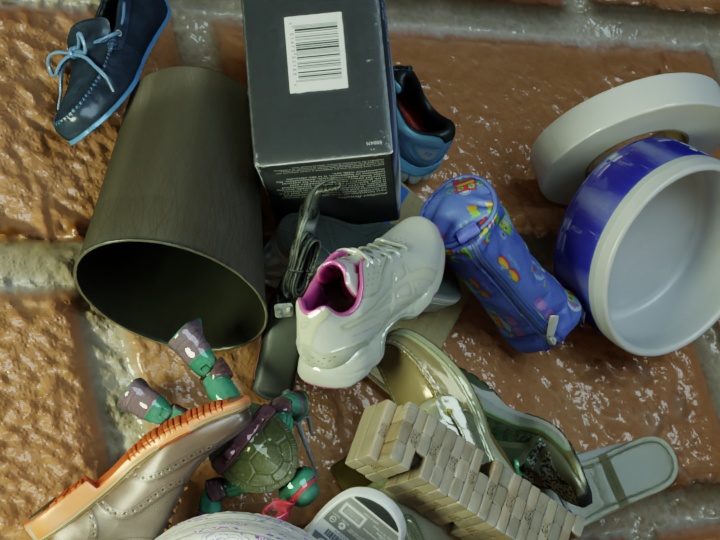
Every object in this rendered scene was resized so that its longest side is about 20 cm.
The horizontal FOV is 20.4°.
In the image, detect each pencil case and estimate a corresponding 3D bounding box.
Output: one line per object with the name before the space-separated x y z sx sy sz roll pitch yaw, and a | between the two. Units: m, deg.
pencil case | 0.130 0.001 1.827 0.200 0.078 0.087 49 8 -41

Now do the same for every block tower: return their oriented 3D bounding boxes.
block tower | 0.086 0.178 1.606 0.200 0.054 0.058 33 59 -21

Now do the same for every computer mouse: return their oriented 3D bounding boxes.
computer mouse | -0.037 0.251 1.590 0.110 0.200 0.044 41 11 -3

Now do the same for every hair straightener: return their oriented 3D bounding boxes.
hair straightener | -0.050 0.018 1.673 0.041 0.201 0.077 17 16 -7

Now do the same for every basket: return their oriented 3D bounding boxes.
basket | -0.150 -0.061 1.686 0.180 0.136 0.201 34 45 -39

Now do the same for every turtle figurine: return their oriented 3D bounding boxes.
turtle figurine | -0.094 0.140 1.629 0.200 0.101 0.150 43 66 4

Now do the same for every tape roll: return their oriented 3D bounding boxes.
tape roll | 0.263 -0.125 1.953 0.202 0.203 0.037 -3 64 -35

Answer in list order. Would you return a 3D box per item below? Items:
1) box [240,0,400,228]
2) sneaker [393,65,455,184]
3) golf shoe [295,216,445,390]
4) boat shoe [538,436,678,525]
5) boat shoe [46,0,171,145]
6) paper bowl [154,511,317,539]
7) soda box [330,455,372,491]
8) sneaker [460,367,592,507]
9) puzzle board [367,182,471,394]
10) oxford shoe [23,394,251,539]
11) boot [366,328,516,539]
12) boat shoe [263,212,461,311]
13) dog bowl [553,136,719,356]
box | -0.031 -0.159 1.737 0.123 0.198 0.201 -5 76 1
sneaker | 0.016 -0.179 1.883 0.200 0.090 0.078 44 50 -4
golf shoe | 0.010 0.009 1.676 0.200 0.075 0.092 -54 141 -38
boat shoe | 0.188 0.204 1.820 0.199 0.068 0.075 -11 77 -16
boat shoe | -0.231 -0.187 1.735 0.069 0.084 0.200 47 33 -25
paper bowl | -0.093 0.281 1.525 0.201 0.201 0.104 48 12 -4
soda box | 0.058 0.234 1.718 0.068 0.064 0.200 -22 80 -38
sneaker | 0.118 0.166 1.753 0.089 0.200 0.077 -41 136 -20
puzzle board | 0.025 0.010 1.843 0.151 0.017 0.200 39 50 -10
oxford shoe | -0.160 0.168 1.560 0.200 0.071 0.073 -34 93 1
boot | 0.036 0.158 1.658 0.154 0.072 0.200 -27 84 -36
boat shoe | 0.000 0.001 1.787 0.201 0.065 0.075 10 49 -35
dog bowl | 0.284 -0.023 1.918 0.200 0.201 0.079 -5 27 -36
